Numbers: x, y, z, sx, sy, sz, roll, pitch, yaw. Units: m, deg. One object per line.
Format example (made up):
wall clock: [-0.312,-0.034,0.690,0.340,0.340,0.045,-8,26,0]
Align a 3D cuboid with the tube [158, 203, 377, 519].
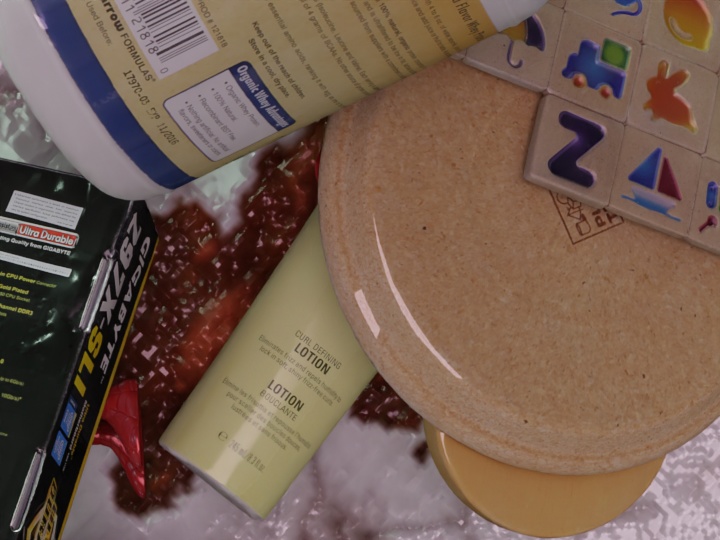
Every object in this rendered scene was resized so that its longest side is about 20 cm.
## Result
tube: [0.000,0.000,0.797,0.052,0.058,0.200,29,78,38]

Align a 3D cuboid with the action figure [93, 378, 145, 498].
action figure: [-0.180,0.077,0.775,0.198,0.065,0.052,-4,73,-5]

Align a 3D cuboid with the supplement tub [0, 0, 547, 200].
supplement tub: [-0.021,-0.125,0.674,0.199,0.144,0.145,-25,94,8]

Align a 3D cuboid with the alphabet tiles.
alphabet tiles: [0.107,-0.099,0.776,0.199,0.008,0.168,20,70,-16]

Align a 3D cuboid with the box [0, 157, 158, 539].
box: [-0.189,0.030,0.730,0.198,0.049,0.161,12,66,10]

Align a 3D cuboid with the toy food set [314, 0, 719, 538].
toy food set: [0.076,-0.018,0.777,0.198,0.049,0.200,-40,94,-23]
